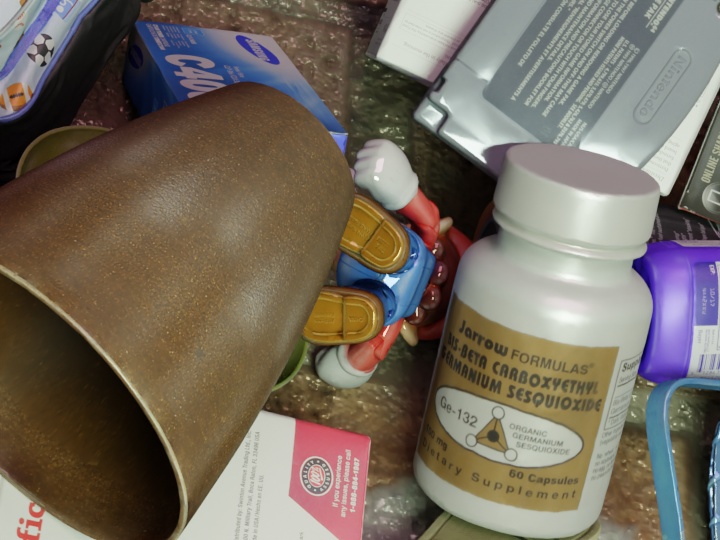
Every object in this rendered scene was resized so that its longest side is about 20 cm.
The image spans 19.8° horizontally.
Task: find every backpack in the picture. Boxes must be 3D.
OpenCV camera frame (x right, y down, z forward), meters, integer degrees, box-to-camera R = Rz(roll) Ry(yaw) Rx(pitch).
[{"bbox_3d":[-0.243,-0.166,1.209,0.189,0.155,0.201,22,57,13],"label":"backpack"}]

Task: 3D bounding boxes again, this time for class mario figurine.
[{"bbox_3d":[0.000,0.000,1.193,0.123,0.200,0.107,-35,81,10],"label":"mario figurine"}]

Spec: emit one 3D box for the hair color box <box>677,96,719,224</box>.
[{"bbox_3d":[0.258,-0.099,1.327,0.061,0.102,0.200,22,22,8],"label":"hair color box"}]

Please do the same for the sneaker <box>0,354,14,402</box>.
[{"bbox_3d":[-0.262,0.118,1.080,0.074,0.088,0.200,47,75,-20],"label":"sneaker"}]

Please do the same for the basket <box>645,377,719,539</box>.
[{"bbox_3d":[0.248,0.147,1.189,0.198,0.139,0.178,-2,84,-31],"label":"basket"}]

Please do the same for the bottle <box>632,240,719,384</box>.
[{"bbox_3d":[0.253,0.024,1.213,0.198,0.065,0.084,-1,102,-13],"label":"bottle"}]

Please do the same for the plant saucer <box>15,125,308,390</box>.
[{"bbox_3d":[-0.118,0.001,1.184,0.199,0.031,0.201,31,30,-20],"label":"plant saucer"}]

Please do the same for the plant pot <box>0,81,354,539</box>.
[{"bbox_3d":[-0.098,0.001,1.023,0.187,0.187,0.200,39,58,6],"label":"plant pot"}]

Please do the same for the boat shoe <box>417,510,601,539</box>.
[{"bbox_3d":[0.062,0.180,1.157,0.074,0.069,0.199,24,25,34],"label":"boat shoe"}]

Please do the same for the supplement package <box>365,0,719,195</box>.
[{"bbox_3d":[0.116,-0.143,1.306,0.199,0.156,0.112,25,95,-5],"label":"supplement package"}]

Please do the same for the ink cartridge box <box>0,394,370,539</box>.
[{"bbox_3d":[-0.104,0.146,1.105,0.198,0.084,0.146,14,56,-13],"label":"ink cartridge box"}]

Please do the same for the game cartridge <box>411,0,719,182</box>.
[{"bbox_3d":[0.139,-0.133,1.211,0.133,0.042,0.201,36,90,-9],"label":"game cartridge"}]

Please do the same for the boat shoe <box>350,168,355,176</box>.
[{"bbox_3d":[-0.054,-0.020,1.191,0.065,0.072,0.200,23,32,3],"label":"boat shoe"}]

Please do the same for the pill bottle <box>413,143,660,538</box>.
[{"bbox_3d":[0.103,0.038,1.165,0.113,0.202,0.114,11,19,-4],"label":"pill bottle"}]

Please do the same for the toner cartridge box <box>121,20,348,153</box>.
[{"bbox_3d":[-0.078,-0.097,1.221,0.094,0.044,0.200,6,20,-19],"label":"toner cartridge box"}]

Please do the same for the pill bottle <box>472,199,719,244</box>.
[{"bbox_3d":[0.168,0.008,1.280,0.198,0.106,0.107,11,56,-14],"label":"pill bottle"}]
